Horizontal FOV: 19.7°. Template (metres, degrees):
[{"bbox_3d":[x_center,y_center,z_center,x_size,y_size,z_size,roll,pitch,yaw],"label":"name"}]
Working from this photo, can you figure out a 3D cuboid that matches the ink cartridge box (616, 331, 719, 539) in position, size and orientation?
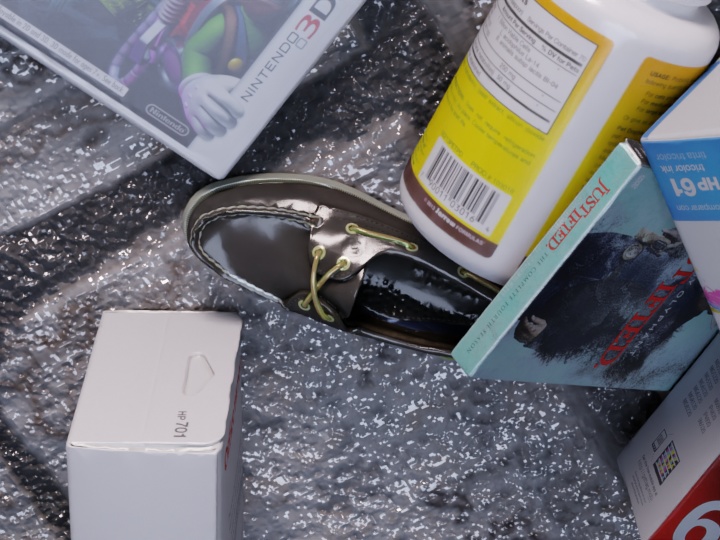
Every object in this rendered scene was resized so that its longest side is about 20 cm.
[{"bbox_3d":[0.278,0.104,1.160,0.200,0.084,0.176,24,117,-20],"label":"ink cartridge box"}]

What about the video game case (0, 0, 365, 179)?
[{"bbox_3d":[-0.100,-0.166,1.061,0.200,0.023,0.182,34,113,-16],"label":"video game case"}]

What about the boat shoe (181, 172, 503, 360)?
[{"bbox_3d":[0.000,0.000,1.129,0.201,0.061,0.072,13,118,-7],"label":"boat shoe"}]

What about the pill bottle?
[{"bbox_3d":[0.107,-0.095,1.049,0.109,0.109,0.200,23,116,-12],"label":"pill bottle"}]

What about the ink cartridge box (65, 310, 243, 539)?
[{"bbox_3d":[-0.110,0.142,1.157,0.086,0.147,0.200,1,118,2],"label":"ink cartridge box"}]

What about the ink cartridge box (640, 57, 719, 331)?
[{"bbox_3d":[0.238,-0.018,1.027,0.085,0.145,0.200,-4,120,46],"label":"ink cartridge box"}]

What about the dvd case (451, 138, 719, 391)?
[{"bbox_3d":[0.153,0.004,1.087,0.200,0.022,0.146,7,127,-51],"label":"dvd case"}]
